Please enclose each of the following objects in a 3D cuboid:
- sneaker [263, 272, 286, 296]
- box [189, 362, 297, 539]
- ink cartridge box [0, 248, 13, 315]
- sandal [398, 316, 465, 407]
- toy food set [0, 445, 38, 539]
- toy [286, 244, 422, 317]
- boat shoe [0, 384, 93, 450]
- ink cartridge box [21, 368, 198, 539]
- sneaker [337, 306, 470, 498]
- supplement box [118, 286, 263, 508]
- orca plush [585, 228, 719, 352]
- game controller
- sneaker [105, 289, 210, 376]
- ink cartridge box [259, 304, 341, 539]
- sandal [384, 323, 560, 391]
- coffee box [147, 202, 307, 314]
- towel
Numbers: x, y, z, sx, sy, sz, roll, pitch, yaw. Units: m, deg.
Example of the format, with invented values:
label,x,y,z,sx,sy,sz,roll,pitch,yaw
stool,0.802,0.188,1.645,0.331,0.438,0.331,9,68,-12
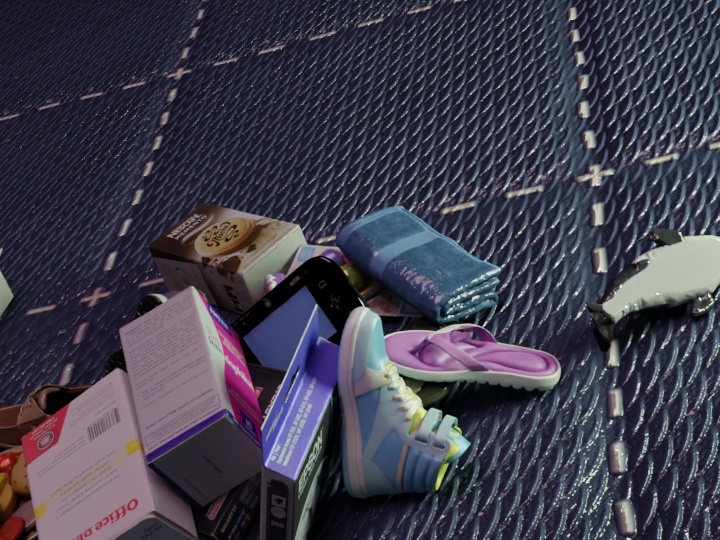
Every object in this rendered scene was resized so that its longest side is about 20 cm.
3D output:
label,x,y,z,sx,sy,sz,roll,pitch,yaw
sneaker,-0.045,0.069,1.721,0.088,0.081,0.200,-24,48,-22
box,-0.159,0.194,1.583,0.159,0.046,0.200,9,61,39
ink cartridge box,-0.604,0.035,2.070,0.199,0.125,0.129,-8,34,20
sandal,0.075,0.110,1.624,0.080,0.057,0.201,19,24,11
toy food set,-0.412,0.263,1.678,0.199,0.049,0.198,-10,34,18
toy,0.000,0.000,1.803,0.199,0.047,0.115,6,44,16
boat shoe,-0.377,0.171,1.777,0.199,0.072,0.076,-8,33,21
ink cartridge box,-0.267,0.229,1.533,0.145,0.083,0.200,-34,45,13
sneaker,0.048,0.136,1.488,0.130,0.201,0.080,1,12,18
supplement box,-0.176,0.131,1.539,0.103,0.101,0.200,-32,44,8
orca plush,0.329,0.027,1.616,0.105,0.071,0.200,45,67,8
game controller,-0.076,0.069,1.628,0.200,0.104,0.042,-39,0,30
sneaker,-0.237,0.098,1.753,0.087,0.200,0.076,-16,62,-42
ink cartridge box,-0.057,0.171,1.469,0.043,0.200,0.198,11,39,10
sandal,0.118,0.083,1.571,0.202,0.050,0.083,7,30,-6
coffee box,-0.172,-0.016,1.936,0.200,0.080,0.113,14,45,43
towel,0.067,-0.012,1.737,0.111,0.049,0.200,-22,42,-32
